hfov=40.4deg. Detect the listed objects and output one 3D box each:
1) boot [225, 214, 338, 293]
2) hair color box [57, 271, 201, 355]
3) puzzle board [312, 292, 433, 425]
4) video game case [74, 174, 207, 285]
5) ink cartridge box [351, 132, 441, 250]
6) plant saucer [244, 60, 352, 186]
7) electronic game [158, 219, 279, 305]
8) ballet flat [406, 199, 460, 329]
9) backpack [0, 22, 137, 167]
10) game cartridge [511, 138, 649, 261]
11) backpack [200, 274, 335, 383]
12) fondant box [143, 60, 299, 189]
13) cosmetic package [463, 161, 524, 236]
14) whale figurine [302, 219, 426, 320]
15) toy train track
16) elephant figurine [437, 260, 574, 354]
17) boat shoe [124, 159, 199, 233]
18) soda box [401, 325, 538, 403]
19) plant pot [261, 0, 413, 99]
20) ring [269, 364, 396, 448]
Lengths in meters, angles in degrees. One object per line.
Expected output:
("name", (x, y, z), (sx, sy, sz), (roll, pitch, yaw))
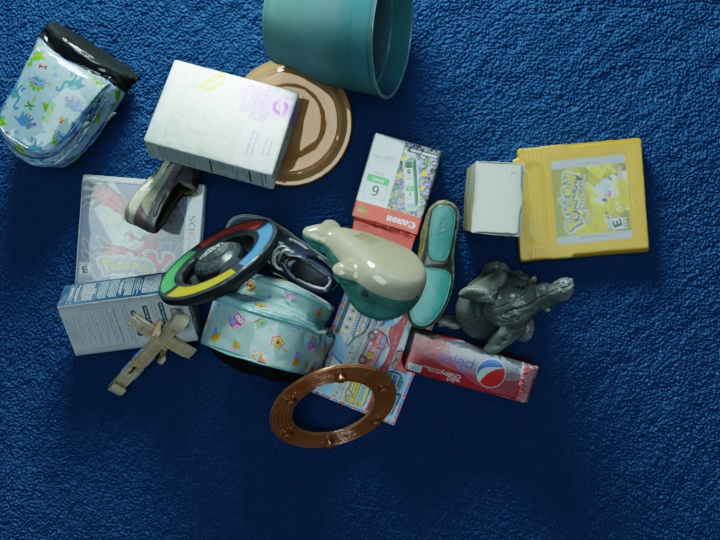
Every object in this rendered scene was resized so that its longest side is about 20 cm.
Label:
("boot", (-0.123, -0.029, 1.512), (0.199, 0.090, 0.073), (26, 93, 2))
("hair color box", (-0.357, 0.066, 1.525), (0.199, 0.061, 0.100), (-7, 125, 3))
("puzzle board", (0.020, 0.126, 1.548), (0.150, 0.017, 0.201), (21, 93, 2))
("video game case", (-0.350, -0.054, 1.557), (0.199, 0.023, 0.183), (5, 92, 3))
("ink cartridge box", (0.047, -0.102, 1.520), (0.108, 0.050, 0.201), (16, 93, 2))
("plant saucer", (-0.112, -0.233, 1.534), (0.199, 0.032, 0.201), (0, 92, 2))
("electronic game", (-0.208, -0.014, 1.435), (0.199, 0.200, 0.042), (-28, 115, 4))
("ballet flat", (0.114, -0.010, 1.514), (0.070, 0.071, 0.201), (11, 96, 3))
("backpack", (-0.467, -0.255, 1.508), (0.163, 0.154, 0.200), (34, 106, -5))
("game cartridge", (0.339, -0.108, 1.514), (0.199, 0.032, 0.177), (-5, 92, 2))
("backpack", (-0.137, 0.087, 1.450), (0.175, 0.200, 0.154), (18, 93, 17))
("fondant box", (-0.206, -0.220, 1.472), (0.199, 0.058, 0.145), (15, 71, 2))
("cosmetic package", (0.193, -0.104, 1.437), (0.071, 0.200, 0.106), (3, 92, 3))
("whale figurine", (0.000, 0.000, 1.462), (0.200, 0.159, 0.104), (31, 118, 19))
("toy train track", (-0.333, 0.137, 1.519), (0.114, 0.033, 0.200), (33, 120, -24))
("elephant figurine", (0.211, 0.051, 1.442), (0.141, 0.200, 0.156), (26, 93, 1))
("boat shoe", (-0.280, -0.140, 1.506), (0.065, 0.072, 0.200), (33, 71, 11))
("soda box", (0.167, 0.145, 1.506), (0.199, 0.070, 0.064), (16, 94, -3))
("plant pot", (-0.038, -0.365, 1.454), (0.187, 0.200, 0.201), (9, 93, 17))
("ring", (-0.040, 0.213, 1.484), (0.200, 0.201, 0.019), (-23, 49, 4))
